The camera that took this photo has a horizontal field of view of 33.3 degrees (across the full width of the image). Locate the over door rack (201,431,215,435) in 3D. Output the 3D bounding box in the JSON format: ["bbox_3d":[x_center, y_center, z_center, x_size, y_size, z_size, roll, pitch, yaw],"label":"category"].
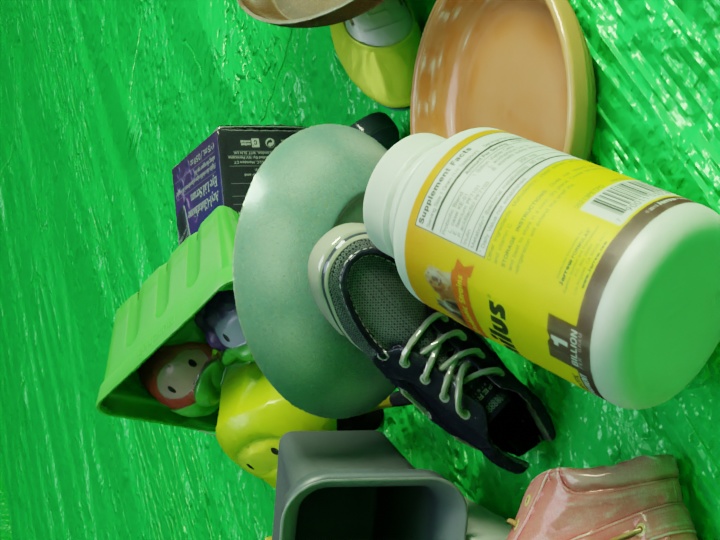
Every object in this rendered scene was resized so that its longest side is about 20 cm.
[{"bbox_3d":[-0.160,0.089,1.310,0.148,0.066,0.201,175,92,-66],"label":"over door rack"}]

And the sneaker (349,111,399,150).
[{"bbox_3d":[0.004,-0.030,0.968,0.082,0.070,0.201,47,139,31],"label":"sneaker"}]

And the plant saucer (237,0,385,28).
[{"bbox_3d":[-0.005,-0.251,0.879,0.200,0.034,0.201,-20,50,26],"label":"plant saucer"}]

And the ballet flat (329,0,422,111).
[{"bbox_3d":[0.003,-0.213,0.923,0.067,0.067,0.201,77,177,-57],"label":"ballet flat"}]

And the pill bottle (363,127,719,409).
[{"bbox_3d":[0.094,-0.011,0.656,0.200,0.109,0.110,28,119,43],"label":"pill bottle"}]

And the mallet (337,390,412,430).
[{"bbox_3d":[0.033,0.101,0.947,0.200,0.066,0.041,-21,77,48],"label":"mallet"}]

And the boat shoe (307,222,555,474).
[{"bbox_3d":[0.052,0.050,0.757,0.075,0.200,0.093,-49,36,-6],"label":"boat shoe"}]

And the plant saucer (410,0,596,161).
[{"bbox_3d":[0.094,-0.103,0.787,0.200,0.037,0.201,10,102,63],"label":"plant saucer"}]

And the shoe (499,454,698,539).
[{"bbox_3d":[0.104,0.171,0.697,0.200,0.071,0.091,-25,63,34],"label":"shoe"}]

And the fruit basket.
[{"bbox_3d":[-0.093,0.083,0.941,0.215,0.155,0.217,-20,63,45],"label":"fruit basket"}]

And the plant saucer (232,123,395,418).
[{"bbox_3d":[0.000,0.000,0.812,0.039,0.201,0.202,-2,90,41],"label":"plant saucer"}]

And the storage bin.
[{"bbox_3d":[-0.021,0.210,0.841,0.134,0.145,0.201,-133,47,-69],"label":"storage bin"}]

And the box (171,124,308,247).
[{"bbox_3d":[-0.101,-0.020,1.130,0.148,0.104,0.201,155,111,-62],"label":"box"}]

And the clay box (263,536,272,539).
[{"bbox_3d":[-0.044,0.266,1.023,0.200,0.114,0.048,-59,42,49],"label":"clay box"}]

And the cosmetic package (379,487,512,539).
[{"bbox_3d":[0.077,0.211,0.835,0.200,0.050,0.083,-164,76,-64],"label":"cosmetic package"}]
